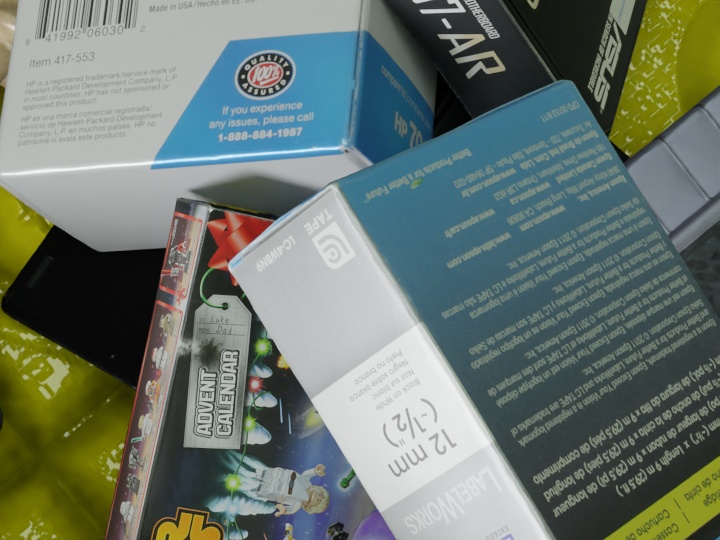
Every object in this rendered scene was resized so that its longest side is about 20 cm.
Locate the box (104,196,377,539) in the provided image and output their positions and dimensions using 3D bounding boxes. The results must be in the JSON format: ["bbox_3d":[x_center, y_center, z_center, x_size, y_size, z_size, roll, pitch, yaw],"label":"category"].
[{"bbox_3d":[-0.020,0.084,0.854,0.136,0.040,0.201,11,93,-23],"label":"box"}]

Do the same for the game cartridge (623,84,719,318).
[{"bbox_3d":[0.189,0.016,0.912,0.130,0.038,0.200,-39,92,-13],"label":"game cartridge"}]

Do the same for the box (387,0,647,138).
[{"bbox_3d":[0.058,-0.165,0.874,0.043,0.160,0.200,-9,46,34],"label":"box"}]

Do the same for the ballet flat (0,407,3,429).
[{"bbox_3d":[-0.190,-0.009,0.901,0.068,0.068,0.200,-22,81,-48],"label":"ballet flat"}]

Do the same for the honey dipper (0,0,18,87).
[{"bbox_3d":[-0.161,-0.051,0.881,0.038,0.038,0.200,29,48,5],"label":"honey dipper"}]

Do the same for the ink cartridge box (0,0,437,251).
[{"bbox_3d":[-0.046,-0.117,0.889,0.146,0.086,0.201,-3,68,23],"label":"ink cartridge box"}]

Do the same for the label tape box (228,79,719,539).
[{"bbox_3d":[0.066,0.049,0.783,0.143,0.066,0.200,-26,84,-49],"label":"label tape box"}]

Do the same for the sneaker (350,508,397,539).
[{"bbox_3d":[0.073,0.106,0.849,0.200,0.069,0.100,34,69,-40],"label":"sneaker"}]

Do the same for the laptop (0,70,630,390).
[{"bbox_3d":[0.000,0.000,0.938,0.200,0.116,0.188,26,76,33],"label":"laptop"}]
